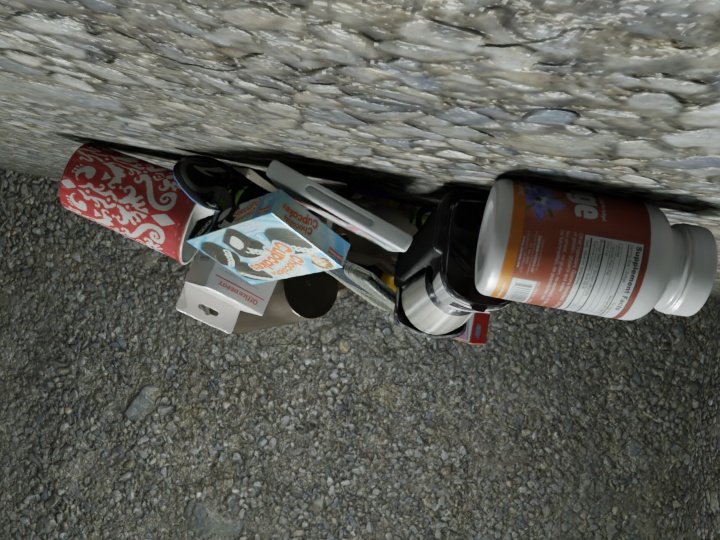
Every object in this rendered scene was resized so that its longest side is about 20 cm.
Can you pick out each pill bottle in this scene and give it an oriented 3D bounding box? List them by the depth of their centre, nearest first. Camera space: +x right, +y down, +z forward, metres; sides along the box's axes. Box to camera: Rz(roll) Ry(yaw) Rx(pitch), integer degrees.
[{"bbox_3d":[0.215,-0.016,0.590,0.198,0.113,0.112,10,-178,3],"label":"pill bottle"}]

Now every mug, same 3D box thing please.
[{"bbox_3d":[-0.339,-0.103,0.974,0.199,0.134,0.178,21,170,-2],"label":"mug"}]

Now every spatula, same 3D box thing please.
[{"bbox_3d":[-0.005,-0.110,0.888,0.056,0.021,0.200,8,-177,-14],"label":"spatula"}]

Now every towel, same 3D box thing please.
[{"bbox_3d":[0.019,0.024,0.957,0.200,0.035,0.192,37,172,-39],"label":"towel"}]

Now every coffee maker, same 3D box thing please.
[{"bbox_3d":[0.114,-0.024,0.784,0.134,0.194,0.200,-12,166,-16],"label":"coffee maker"}]

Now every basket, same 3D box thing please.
[{"bbox_3d":[-0.140,0.029,1.075,0.199,0.137,0.180,-7,-151,49],"label":"basket"}]

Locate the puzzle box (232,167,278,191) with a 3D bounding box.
[{"bbox_3d":[-0.157,-0.108,1.021,0.132,0.026,0.200,10,163,42],"label":"puzzle box"}]

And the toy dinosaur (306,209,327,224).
[{"bbox_3d":[-0.115,-0.088,1.196,0.135,0.087,0.200,18,180,30],"label":"toy dinosaur"}]

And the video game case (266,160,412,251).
[{"bbox_3d":[-0.028,-0.075,0.800,0.181,0.023,0.200,29,-179,-3],"label":"video game case"}]

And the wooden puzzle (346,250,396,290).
[{"bbox_3d":[0.000,0.000,1.103,0.184,0.038,0.200,14,172,36],"label":"wooden puzzle"}]

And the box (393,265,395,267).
[{"bbox_3d":[0.154,0.018,1.416,0.195,0.118,0.200,10,-164,-20],"label":"box"}]

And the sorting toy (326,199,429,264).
[{"bbox_3d":[0.032,-0.072,1.000,0.179,0.108,0.199,17,176,-37],"label":"sorting toy"}]

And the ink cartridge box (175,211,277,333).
[{"bbox_3d":[-0.184,-0.010,0.950,0.067,0.201,0.116,8,162,47],"label":"ink cartridge box"}]

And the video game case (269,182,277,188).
[{"bbox_3d":[-0.150,-0.143,1.184,0.198,0.023,0.182,10,-179,-10],"label":"video game case"}]

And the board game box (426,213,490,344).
[{"bbox_3d":[0.152,0.006,1.022,0.040,0.202,0.152,9,-177,-40],"label":"board game box"}]

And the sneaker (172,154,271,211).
[{"bbox_3d":[-0.159,-0.100,0.833,0.199,0.071,0.083,33,163,5],"label":"sneaker"}]

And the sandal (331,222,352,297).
[{"bbox_3d":[-0.035,-0.046,1.260,0.081,0.201,0.055,12,156,11],"label":"sandal"}]

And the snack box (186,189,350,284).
[{"bbox_3d":[-0.120,-0.035,0.785,0.116,0.037,0.199,37,150,-32],"label":"snack box"}]
